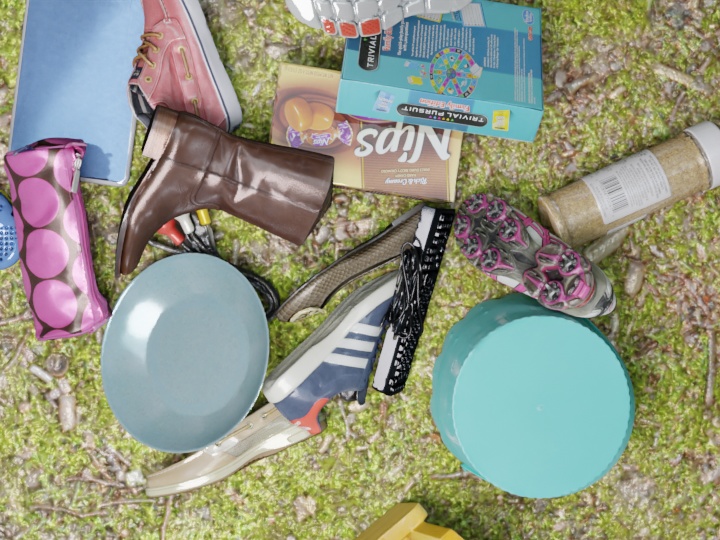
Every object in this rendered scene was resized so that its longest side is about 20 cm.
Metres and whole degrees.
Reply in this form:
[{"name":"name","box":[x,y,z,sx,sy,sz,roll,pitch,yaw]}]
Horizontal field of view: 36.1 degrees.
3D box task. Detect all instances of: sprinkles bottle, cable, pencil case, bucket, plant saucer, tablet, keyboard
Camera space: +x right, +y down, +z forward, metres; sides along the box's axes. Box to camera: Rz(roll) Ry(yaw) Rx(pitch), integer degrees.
[{"name":"sprinkles bottle","box":[0.286,-0.087,1.153,0.198,0.068,0.069,-24,93,-1]},{"name":"cable","box":[-0.167,-0.019,1.144,0.097,0.050,0.201,-32,93,4]},{"name":"pencil case","box":[-0.299,-0.031,1.109,0.093,0.091,0.202,-3,102,23]},{"name":"bucket","box":[0.172,0.128,1.122,0.205,0.135,0.210,0,94,-2]},{"name":"plant saucer","box":[-0.173,0.085,1.130,0.199,0.039,0.204,-4,78,22]},{"name":"tablet","box":[-0.293,-0.195,1.151,0.129,0.014,0.203,8,91,-3]},{"name":"keyboard","box":[0.061,0.037,1.119,0.039,0.104,0.202,19,100,26]}]

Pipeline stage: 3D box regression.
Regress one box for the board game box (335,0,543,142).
[{"name":"board game box","box":[0.081,-0.212,1.110,0.198,0.047,0.152,8,53,-2]}]

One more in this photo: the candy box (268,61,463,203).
[{"name":"candy box","box":[0.007,-0.140,1.145,0.198,0.056,0.118,9,91,-2]}]

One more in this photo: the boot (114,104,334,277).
[{"name":"boot","box":[-0.132,-0.052,1.099,0.198,0.064,0.188,17,111,-16]}]

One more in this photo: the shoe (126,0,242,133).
[{"name":"shoe","box":[-0.200,-0.219,1.112,0.090,0.071,0.202,-28,98,-27]}]

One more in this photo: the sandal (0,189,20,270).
[{"name":"sandal","box":[-0.413,-0.084,1.114,0.079,0.087,0.201,-39,95,-2]}]

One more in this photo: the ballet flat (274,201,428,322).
[{"name":"ballet flat","box":[0.000,0.000,1.147,0.199,0.067,0.047,-35,90,-7]}]

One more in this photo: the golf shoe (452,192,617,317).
[{"name":"golf shoe","box":[0.172,-0.009,1.120,0.092,0.200,0.073,25,102,-48]}]

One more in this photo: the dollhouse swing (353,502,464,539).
[{"name":"dollhouse swing","box":[0.072,0.360,1.107,0.181,0.176,0.201,-39,94,-1]}]

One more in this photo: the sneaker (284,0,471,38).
[{"name":"sneaker","box":[0.017,-0.280,1.092,0.198,0.082,0.078,-7,118,-15]}]

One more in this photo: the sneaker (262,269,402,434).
[{"name":"sneaker","box":[-0.006,0.085,1.135,0.200,0.075,0.085,-43,101,-15]}]

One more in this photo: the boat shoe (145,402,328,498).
[{"name":"boat shoe","box":[-0.135,0.175,1.145,0.198,0.072,0.066,-23,88,-7]}]
